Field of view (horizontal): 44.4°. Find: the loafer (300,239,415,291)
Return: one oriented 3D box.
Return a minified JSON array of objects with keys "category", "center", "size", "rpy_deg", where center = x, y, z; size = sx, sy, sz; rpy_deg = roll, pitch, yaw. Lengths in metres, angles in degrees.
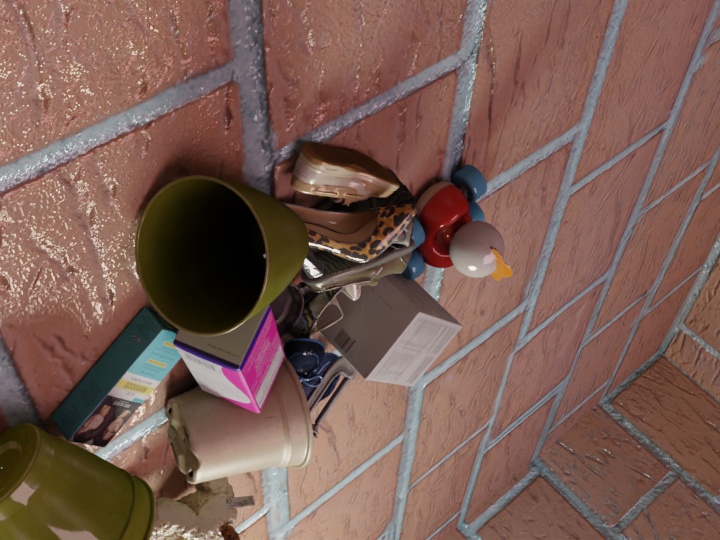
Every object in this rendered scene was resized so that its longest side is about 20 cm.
[{"category":"loafer","center":[0.000,0.000,1.364],"size":[0.198,0.075,0.070],"rpy_deg":[-17,126,-26]}]

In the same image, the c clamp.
[{"category":"c clamp","center":[-0.054,0.226,1.550],"size":[0.201,0.027,0.171],"rpy_deg":[-53,159,-12]}]

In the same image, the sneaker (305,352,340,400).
[{"category":"sneaker","center":[-0.110,0.231,1.603],"size":[0.070,0.078,0.201],"rpy_deg":[40,79,-19]}]

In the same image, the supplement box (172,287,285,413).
[{"category":"supplement box","center":[-0.178,0.112,1.240],"size":[0.201,0.100,0.104],"rpy_deg":[88,24,-64]}]

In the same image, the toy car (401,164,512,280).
[{"category":"toy car","center":[0.182,-0.040,1.519],"size":[0.184,0.200,0.178],"rpy_deg":[-36,151,-18]}]

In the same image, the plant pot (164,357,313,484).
[{"category":"plant pot","center":[-0.199,0.239,1.380],"size":[0.182,0.201,0.202],"rpy_deg":[-14,139,-29]}]

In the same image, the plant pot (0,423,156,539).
[{"category":"plant pot","center":[-0.402,0.304,1.140],"size":[0.200,0.200,0.194],"rpy_deg":[-42,126,-9]}]

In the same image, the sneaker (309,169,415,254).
[{"category":"sneaker","center":[0.005,-0.068,1.330],"size":[0.198,0.114,0.077],"rpy_deg":[-30,147,-24]}]

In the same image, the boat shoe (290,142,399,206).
[{"category":"boat shoe","center":[-0.025,-0.129,1.259],"size":[0.199,0.074,0.069],"rpy_deg":[9,123,-48]}]

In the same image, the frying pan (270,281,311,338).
[{"category":"frying pan","center":[-0.115,0.036,1.367],"size":[0.191,0.031,0.115],"rpy_deg":[-51,142,2]}]

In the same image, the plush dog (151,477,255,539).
[{"category":"plush dog","center":[-0.281,0.432,1.525],"size":[0.200,0.160,0.172],"rpy_deg":[-44,179,-36]}]

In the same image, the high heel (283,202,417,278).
[{"category":"high heel","center":[-0.030,-0.075,1.236],"size":[0.198,0.072,0.143],"rpy_deg":[-26,130,16]}]

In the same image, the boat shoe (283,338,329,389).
[{"category":"boat shoe","center":[-0.095,0.169,1.467],"size":[0.200,0.083,0.070],"rpy_deg":[101,-5,-65]}]

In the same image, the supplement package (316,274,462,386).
[{"category":"supplement package","center":[0.050,0.095,1.558],"size":[0.151,0.152,0.199],"rpy_deg":[-52,152,10]}]

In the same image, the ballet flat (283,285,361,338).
[{"category":"ballet flat","center":[-0.040,0.039,1.443],"size":[0.200,0.074,0.074],"rpy_deg":[-45,152,4]}]

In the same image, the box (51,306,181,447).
[{"category":"box","center":[-0.324,0.148,1.209],"size":[0.200,0.049,0.082],"rpy_deg":[-50,152,3]}]

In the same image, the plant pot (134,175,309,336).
[{"category":"plant pot","center":[-0.151,-0.029,1.121],"size":[0.188,0.186,0.200],"rpy_deg":[-57,165,19]}]
